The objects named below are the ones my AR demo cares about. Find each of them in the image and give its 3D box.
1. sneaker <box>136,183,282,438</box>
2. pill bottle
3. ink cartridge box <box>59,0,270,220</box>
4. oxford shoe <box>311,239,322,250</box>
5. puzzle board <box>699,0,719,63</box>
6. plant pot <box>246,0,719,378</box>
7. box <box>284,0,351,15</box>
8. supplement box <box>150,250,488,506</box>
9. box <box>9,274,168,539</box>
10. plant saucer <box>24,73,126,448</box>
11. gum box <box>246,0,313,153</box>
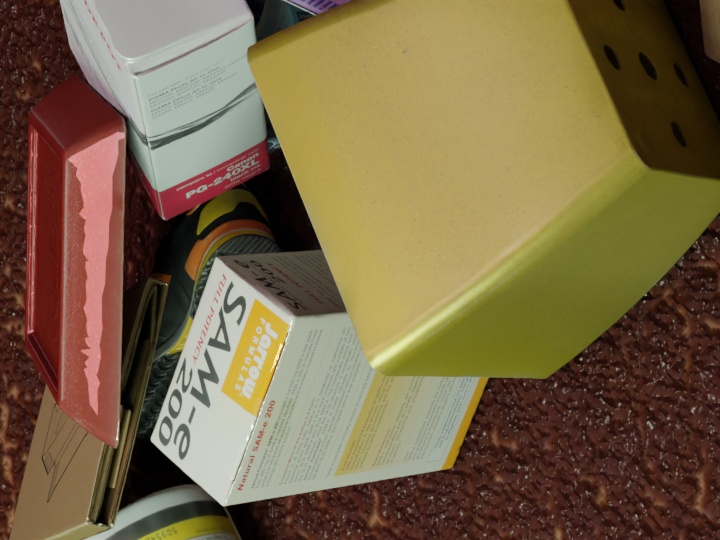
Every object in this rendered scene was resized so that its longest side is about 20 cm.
[{"bbox_3d":[-0.114,0.024,1.650,0.200,0.070,0.090,-57,35,34],"label":"sneaker"},{"bbox_3d":[-0.101,0.250,1.608,0.114,0.114,0.201,-45,63,35],"label":"pill bottle"},{"bbox_3d":[-0.122,-0.144,1.492,0.146,0.083,0.200,62,169,20],"label":"ink cartridge box"},{"bbox_3d":[0.000,0.000,1.546,0.071,0.071,0.200,39,117,-4],"label":"oxford shoe"},{"bbox_3d":[0.207,-0.186,1.274,0.151,0.017,0.201,-134,32,-62],"label":"puzzle board"},{"bbox_3d":[0.089,-0.069,1.371,0.176,0.200,0.201,-30,72,28],"label":"plant pot"},{"bbox_3d":[-0.045,-0.262,1.438,0.097,0.175,0.201,-42,41,34],"label":"box"},{"bbox_3d":[-0.013,0.056,1.456,0.073,0.199,0.127,37,116,35],"label":"supplement box"},{"bbox_3d":[-0.182,0.101,1.639,0.200,0.021,0.165,151,133,-65],"label":"box"},{"bbox_3d":[-0.181,-0.011,1.554,0.200,0.036,0.201,-139,50,-71],"label":"plant saucer"},{"bbox_3d":[-0.098,-0.169,1.627,0.169,0.044,0.201,-26,76,41],"label":"gum box"}]
